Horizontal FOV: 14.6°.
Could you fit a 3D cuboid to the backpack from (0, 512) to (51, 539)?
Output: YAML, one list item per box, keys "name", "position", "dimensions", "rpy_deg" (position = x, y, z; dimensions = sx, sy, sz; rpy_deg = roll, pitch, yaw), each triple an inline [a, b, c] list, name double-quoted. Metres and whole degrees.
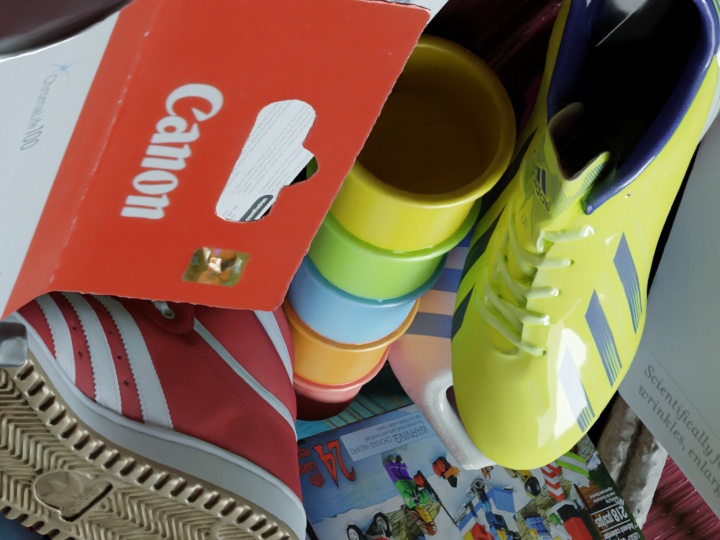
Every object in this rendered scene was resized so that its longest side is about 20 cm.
- name: "backpack"
  position: [-0.146, 0.158, 0.995]
  dimensions: [0.134, 0.183, 0.200]
  rpy_deg: [5, 140, -40]

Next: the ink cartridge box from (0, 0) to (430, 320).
- name: "ink cartridge box"
  position: [-0.099, -0.021, 0.721]
  dimensions: [0.199, 0.057, 0.163]
  rpy_deg: [11, 148, -13]

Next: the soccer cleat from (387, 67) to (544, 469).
- name: "soccer cleat"
  position: [0.075, -0.006, 0.951]
  dimensions: [0.069, 0.087, 0.200]
  rpy_deg: [-7, 151, -34]

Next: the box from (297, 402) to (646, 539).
- name: "box"
  position: [0.041, 0.115, 1.024]
  dimensions: [0.038, 0.137, 0.200]
  rpy_deg: [-36, 168, 31]

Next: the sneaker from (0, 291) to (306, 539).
- name: "sneaker"
  position: [-0.097, 0.018, 0.890]
  dimensions: [0.071, 0.113, 0.200]
  rpy_deg: [-34, 126, 32]

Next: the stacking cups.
- name: "stacking cups"
  position: [0.000, 0.000, 0.929]
  dimensions: [0.060, 0.061, 0.200]
  rpy_deg: [-15, 156, -19]

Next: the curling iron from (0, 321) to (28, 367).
- name: "curling iron"
  position: [-0.194, 0.025, 0.794]
  dimensions: [0.198, 0.026, 0.050]
  rpy_deg: [-6, 141, -11]

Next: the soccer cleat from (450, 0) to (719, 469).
- name: "soccer cleat"
  position: [0.064, -0.022, 0.855]
  dimensions: [0.084, 0.064, 0.201]
  rpy_deg: [-35, 150, -59]

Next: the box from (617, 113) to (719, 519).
- name: "box"
  position: [0.208, 0.019, 0.927]
  dimensions: [0.130, 0.199, 0.201]
  rpy_deg: [-10, 135, -29]

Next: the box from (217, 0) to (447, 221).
- name: "box"
  position: [-0.038, -0.068, 0.771]
  dimensions: [0.110, 0.035, 0.200]
  rpy_deg: [-5, 152, -37]

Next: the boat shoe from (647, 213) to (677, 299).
- name: "boat shoe"
  position: [0.145, -0.001, 1.076]
  dimensions: [0.199, 0.073, 0.065]
  rpy_deg: [5, 124, -46]

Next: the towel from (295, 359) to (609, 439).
- name: "towel"
  position: [0.018, 0.057, 1.136]
  dimensions: [0.146, 0.022, 0.200]
  rpy_deg: [-25, 160, 8]

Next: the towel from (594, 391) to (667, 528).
- name: "towel"
  position: [0.093, 0.137, 1.206]
  dimensions: [0.034, 0.201, 0.133]
  rpy_deg: [22, 151, 4]
